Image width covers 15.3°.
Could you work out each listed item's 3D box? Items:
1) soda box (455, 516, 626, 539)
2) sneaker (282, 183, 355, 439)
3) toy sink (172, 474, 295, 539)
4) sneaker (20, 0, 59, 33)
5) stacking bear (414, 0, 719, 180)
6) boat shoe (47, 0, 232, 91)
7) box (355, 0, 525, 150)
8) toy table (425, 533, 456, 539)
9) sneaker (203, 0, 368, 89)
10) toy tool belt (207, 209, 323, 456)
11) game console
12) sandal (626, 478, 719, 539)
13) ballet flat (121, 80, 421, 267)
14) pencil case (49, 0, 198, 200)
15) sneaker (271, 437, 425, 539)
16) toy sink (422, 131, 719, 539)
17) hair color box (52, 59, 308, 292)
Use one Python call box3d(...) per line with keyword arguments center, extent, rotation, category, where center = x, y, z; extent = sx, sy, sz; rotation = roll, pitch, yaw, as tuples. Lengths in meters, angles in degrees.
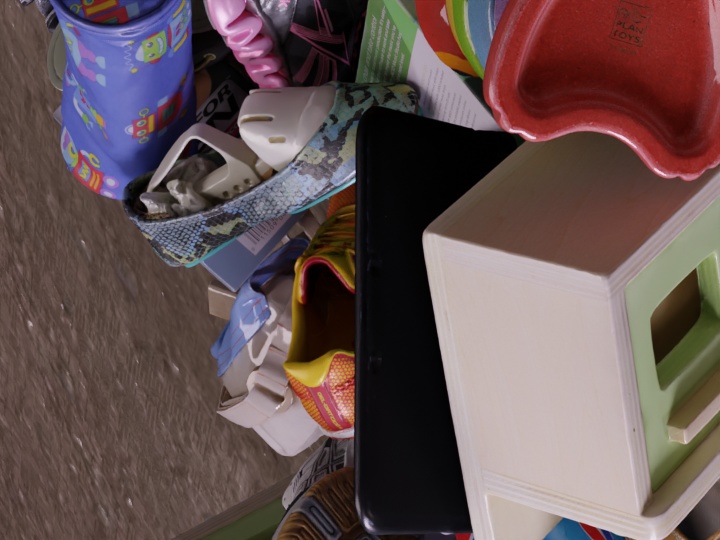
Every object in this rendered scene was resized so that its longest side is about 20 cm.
box3d(center=(0.090, 0.127, 1.407), extent=(0.068, 0.064, 0.201), rotation=(34, -157, -35), category="soda box")
box3d(center=(0.000, 0.000, 1.478), extent=(0.201, 0.072, 0.077), rotation=(-84, -27, -47), category="sneaker")
box3d(center=(-0.027, 0.232, 1.776), extent=(0.200, 0.130, 0.113), rotation=(30, 140, 53), category="toy sink")
box3d(center=(-0.146, -0.196, 1.618), extent=(0.076, 0.113, 0.200), rotation=(64, 157, -2), category="sneaker")
box3d(center=(0.085, -0.123, 1.229), extent=(0.200, 0.121, 0.115), rotation=(32, 107, 67), category="stacking bear")
box3d(center=(-0.099, -0.153, 1.570), extent=(0.200, 0.060, 0.072), rotation=(-23, 60, 39), category="boat shoe")
box3d(center=(0.066, -0.054, 1.427), extent=(0.200, 0.036, 0.145), rotation=(51, 153, 24), category="box")
box3d(center=(0.058, 0.231, 1.470), extent=(0.200, 0.183, 0.118), rotation=(-77, 11, -74), category="toy table")
box3d(center=(-0.024, -0.137, 1.475), extent=(0.079, 0.095, 0.200), rotation=(64, -176, 29), category="sneaker")
box3d(center=(-0.039, 0.024, 1.616), extent=(0.123, 0.125, 0.200), rotation=(50, 154, 9), category="toy tool belt")
box3d(center=(0.016, 0.030, 1.339), extent=(0.176, 0.115, 0.202), rotation=(170, 102, -66), category="game console")
box3d(center=(0.164, 0.143, 1.396), extent=(0.081, 0.054, 0.200), rotation=(66, 157, -5), category="sandal")
box3d(center=(-0.057, -0.061, 1.449), extent=(0.199, 0.074, 0.075), rotation=(-30, 87, 36), category="ballet flat")
box3d(center=(-0.132, -0.116, 1.483), extent=(0.087, 0.078, 0.200), rotation=(53, 162, 21), category="pencil case")
box3d(center=(-0.010, 0.140, 1.456), extent=(0.087, 0.200, 0.076), rotation=(-32, 97, 34), category="sneaker")
box3d(center=(0.122, 0.045, 1.262), extent=(0.111, 0.130, 0.201), rotation=(15, 128, 35), category="toy sink")
box3d(center=(-0.102, -0.079, 1.627), extent=(0.061, 0.099, 0.200), rotation=(42, 180, -37), category="hair color box")
